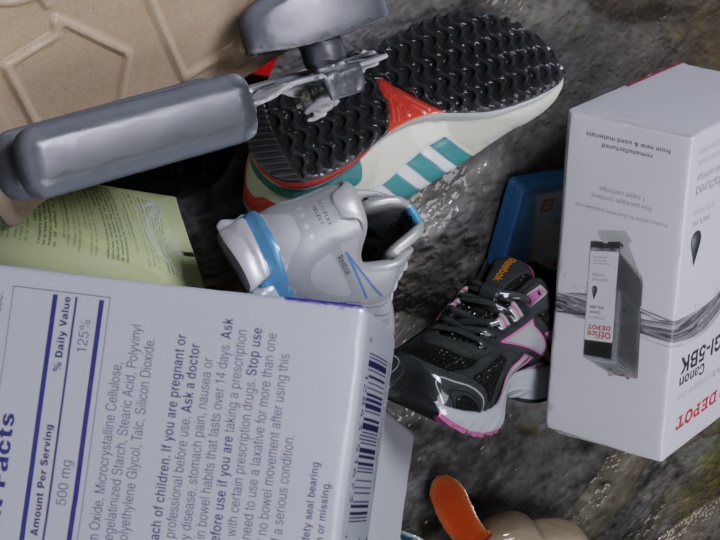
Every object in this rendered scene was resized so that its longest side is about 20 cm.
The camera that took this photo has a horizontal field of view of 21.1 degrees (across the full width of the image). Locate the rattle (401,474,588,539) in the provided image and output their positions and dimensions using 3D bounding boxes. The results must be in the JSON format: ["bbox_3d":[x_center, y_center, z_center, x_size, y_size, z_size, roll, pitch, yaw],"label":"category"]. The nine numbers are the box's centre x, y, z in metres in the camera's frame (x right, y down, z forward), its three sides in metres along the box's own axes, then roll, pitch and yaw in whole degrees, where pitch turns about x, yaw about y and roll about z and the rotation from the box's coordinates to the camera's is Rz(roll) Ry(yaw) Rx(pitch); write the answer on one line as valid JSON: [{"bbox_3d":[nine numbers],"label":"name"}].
[{"bbox_3d":[0.110,0.237,1.327,0.130,0.143,0.200,-18,147,8],"label":"rattle"}]

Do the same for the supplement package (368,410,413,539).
[{"bbox_3d":[-0.067,0.109,1.052,0.200,0.117,0.118,45,47,-53],"label":"supplement package"}]

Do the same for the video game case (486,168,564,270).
[{"bbox_3d":[0.162,-0.008,1.251,0.199,0.018,0.144,-10,129,-32],"label":"video game case"}]

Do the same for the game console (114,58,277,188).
[{"bbox_3d":[-0.120,-0.122,0.936,0.199,0.031,0.177,4,127,-39],"label":"game console"}]

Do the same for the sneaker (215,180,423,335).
[{"bbox_3d":[0.000,0.000,1.008,0.086,0.075,0.200,-30,165,8],"label":"sneaker"}]

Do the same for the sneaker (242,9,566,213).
[{"bbox_3d":[0.019,-0.074,1.063,0.199,0.070,0.094,-24,156,-26],"label":"sneaker"}]

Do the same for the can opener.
[{"bbox_3d":[-0.075,-0.082,0.881,0.199,0.053,0.067,-24,100,-29],"label":"can opener"}]

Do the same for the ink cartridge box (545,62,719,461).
[{"bbox_3d":[0.185,-0.007,1.154,0.147,0.083,0.201,-26,124,-50],"label":"ink cartridge box"}]

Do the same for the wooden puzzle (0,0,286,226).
[{"bbox_3d":[-0.115,-0.140,0.862,0.200,0.046,0.186,-36,139,-14],"label":"wooden puzzle"}]

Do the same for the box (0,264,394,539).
[{"bbox_3d":[-0.097,0.101,0.879,0.105,0.199,0.185,44,53,-79],"label":"box"}]

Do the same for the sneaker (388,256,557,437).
[{"bbox_3d":[0.069,0.034,1.131,0.200,0.080,0.087,-20,128,-66],"label":"sneaker"}]

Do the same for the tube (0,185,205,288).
[{"bbox_3d":[-0.161,-0.020,0.933,0.199,0.052,0.058,9,88,-39],"label":"tube"}]
